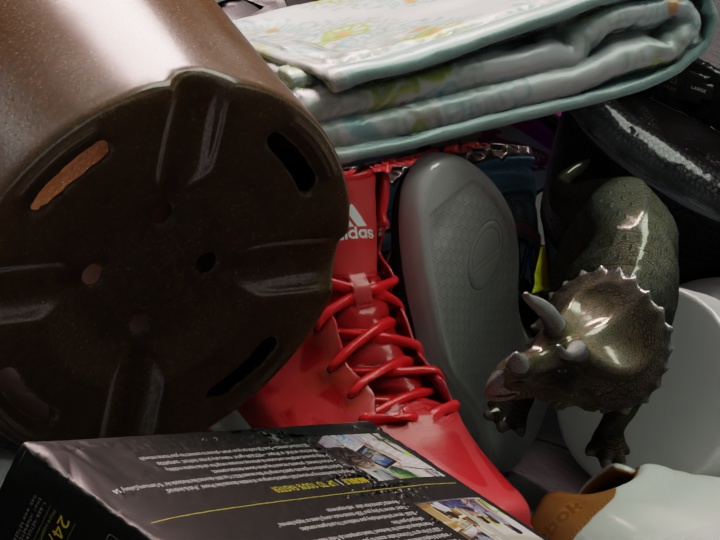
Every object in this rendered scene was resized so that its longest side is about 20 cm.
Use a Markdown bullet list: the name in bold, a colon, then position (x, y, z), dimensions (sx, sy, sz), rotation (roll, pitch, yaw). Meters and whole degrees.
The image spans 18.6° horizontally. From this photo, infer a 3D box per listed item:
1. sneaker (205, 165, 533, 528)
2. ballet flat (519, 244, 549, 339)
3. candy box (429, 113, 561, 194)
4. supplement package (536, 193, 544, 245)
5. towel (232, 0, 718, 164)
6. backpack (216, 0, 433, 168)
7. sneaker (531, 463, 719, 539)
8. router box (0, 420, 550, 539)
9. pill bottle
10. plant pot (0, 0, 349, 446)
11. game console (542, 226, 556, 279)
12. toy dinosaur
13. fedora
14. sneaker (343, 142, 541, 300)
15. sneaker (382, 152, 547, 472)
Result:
- **sneaker**: position (-0.004, 0.026, 0.818), dimensions (0.078, 0.116, 0.200), rotation (-2, 22, -45)
- **ballet flat**: position (0.072, 0.028, 1.175), dimensions (0.067, 0.067, 0.200), rotation (49, 20, 14)
- **candy box**: position (0.046, -0.150, 1.146), dimensions (0.136, 0.061, 0.200), rotation (31, 38, -41)
- **supplement package**: position (0.169, -0.025, 1.362), dimensions (0.150, 0.152, 0.200), rotation (25, 11, 6)
- **towel**: position (0.023, -0.093, 0.927), dimensions (0.200, 0.048, 0.171), rotation (-15, 17, -26)
- **backpack**: position (-0.049, -0.082, 1.163), dimensions (0.176, 0.153, 0.200), rotation (37, 11, 19)
- **sneaker**: position (0.139, 0.104, 0.886), dimensions (0.085, 0.073, 0.200), rotation (34, 16, 34)
- **router box**: position (0.002, 0.103, 0.651), dimensions (0.149, 0.051, 0.200), rotation (31, 13, 26)
- **pill bottle**: position (0.177, 0.066, 1.000), dimensions (0.120, 0.120, 0.200), rotation (32, 10, 38)
- **plant pot**: position (-0.116, -0.045, 0.798), dimensions (0.200, 0.200, 0.198), rotation (14, 23, -43)
- **game console**: position (0.184, -0.023, 1.160), dimensions (0.200, 0.177, 0.031), rotation (-87, 154, -63)
- **toy dinosaur**: position (0.100, 0.011, 0.880), dimensions (0.077, 0.102, 0.200), rotation (28, 41, 0)
- **fedora**: position (0.145, -0.038, 1.051), dimensions (0.200, 0.092, 0.201), rotation (25, 23, -11)
- **sneaker**: position (0.000, 0.000, 1.038), dimensions (0.200, 0.096, 0.079), rotation (-13, 7, -18)
- **sneaker**: position (0.016, 0.012, 0.940), dimensions (0.099, 0.071, 0.200), rotation (21, -27, 26)
